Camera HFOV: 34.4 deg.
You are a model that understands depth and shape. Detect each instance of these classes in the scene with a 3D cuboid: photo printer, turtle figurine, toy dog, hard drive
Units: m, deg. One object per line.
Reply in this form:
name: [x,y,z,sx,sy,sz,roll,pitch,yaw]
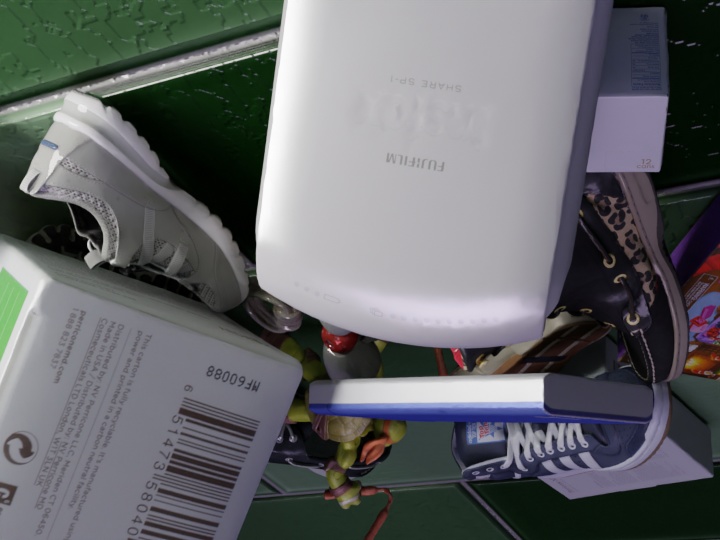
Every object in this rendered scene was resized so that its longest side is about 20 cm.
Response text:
photo printer: [0.032,-0.064,0.584,0.163,0.204,0.069,10,-173,10]
turtle figurine: [-0.025,0.116,0.938,0.159,0.203,0.064,17,-176,30]
toy dog: [0.000,0.000,0.811,0.131,0.097,0.200,39,157,1]
hard drive: [0.079,0.089,0.793,0.198,0.026,0.131,-7,168,43]

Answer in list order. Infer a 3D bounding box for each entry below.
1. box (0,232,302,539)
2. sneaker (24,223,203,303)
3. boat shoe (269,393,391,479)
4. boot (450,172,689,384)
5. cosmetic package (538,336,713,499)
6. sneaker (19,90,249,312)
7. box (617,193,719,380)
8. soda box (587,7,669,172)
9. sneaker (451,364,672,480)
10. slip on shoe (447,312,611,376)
box: [-0.184,0.106,0.793,0.198,0.202,0.171,23,180,-30]
sneaker: [-0.196,0.033,0.932,0.199,0.079,0.088,37,149,-30]
boat shoe: [-0.060,0.147,1.083,0.198,0.077,0.060,14,151,-34]
boot: [0.124,0.018,0.740,0.149,0.073,0.202,-27,129,-4]
cosmetic package: [0.199,0.136,1.024,0.149,0.052,0.199,-20,140,34]
sneaker: [-0.152,-0.028,0.782,0.074,0.082,0.200,23,160,48]
box: [0.282,0.018,0.824,0.134,0.040,0.201,10,149,-6]
soda box: [0.071,-0.099,0.654,0.196,0.065,0.068,1,149,11]
sneaker: [0.139,0.116,0.866,0.107,0.071,0.200,7,158,-20]
slip on shoe: [0.121,0.049,0.890,0.075,0.062,0.200,-2,156,-21]
